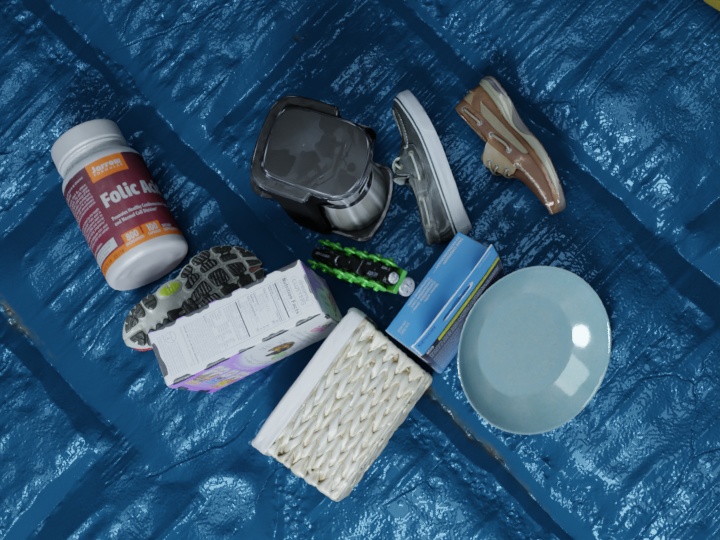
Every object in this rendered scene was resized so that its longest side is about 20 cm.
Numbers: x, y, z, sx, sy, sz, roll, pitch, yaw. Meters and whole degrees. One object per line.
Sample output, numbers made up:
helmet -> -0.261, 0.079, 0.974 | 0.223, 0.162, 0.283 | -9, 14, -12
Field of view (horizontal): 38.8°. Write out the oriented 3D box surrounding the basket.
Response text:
basket -> -0.015, 0.163, 1.215 | 0.123, 0.136, 0.201 | 37, 87, 10

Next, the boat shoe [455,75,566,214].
boat shoe -> 0.186, -0.147, 1.271 | 0.071, 0.076, 0.201 | -32, 67, 6

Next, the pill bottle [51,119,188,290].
pill bottle -> -0.314, -0.087, 1.321 | 0.114, 0.114, 0.201 | -31, 76, 3

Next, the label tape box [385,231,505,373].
label tape box -> 0.099, 0.034, 1.182 | 0.066, 0.200, 0.144 | 36, 87, 19

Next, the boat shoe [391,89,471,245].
boat shoe -> 0.073, -0.128, 1.282 | 0.070, 0.072, 0.202 | -22, 79, 1

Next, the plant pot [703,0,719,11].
plant pot -> 0.506, -0.395, 1.202 | 0.198, 0.195, 0.196 | 3, 80, 17

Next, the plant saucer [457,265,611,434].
plant saucer -> 0.200, 0.091, 1.207 | 0.199, 0.039, 0.203 | -3, 101, -17

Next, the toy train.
toy train -> 0.000, 0.000, 1.225 | 0.056, 0.200, 0.042 | 33, 83, -30

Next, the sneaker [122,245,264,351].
sneaker -> -0.216, 0.036, 1.303 | 0.199, 0.085, 0.077 | -30, 83, -19

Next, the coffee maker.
coffee maker -> -0.066, -0.117, 1.239 | 0.190, 0.200, 0.136 | -6, 78, 9

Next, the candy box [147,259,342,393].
candy box -> -0.130, 0.072, 1.232 | 0.199, 0.168, 0.072 | -26, 78, 4
